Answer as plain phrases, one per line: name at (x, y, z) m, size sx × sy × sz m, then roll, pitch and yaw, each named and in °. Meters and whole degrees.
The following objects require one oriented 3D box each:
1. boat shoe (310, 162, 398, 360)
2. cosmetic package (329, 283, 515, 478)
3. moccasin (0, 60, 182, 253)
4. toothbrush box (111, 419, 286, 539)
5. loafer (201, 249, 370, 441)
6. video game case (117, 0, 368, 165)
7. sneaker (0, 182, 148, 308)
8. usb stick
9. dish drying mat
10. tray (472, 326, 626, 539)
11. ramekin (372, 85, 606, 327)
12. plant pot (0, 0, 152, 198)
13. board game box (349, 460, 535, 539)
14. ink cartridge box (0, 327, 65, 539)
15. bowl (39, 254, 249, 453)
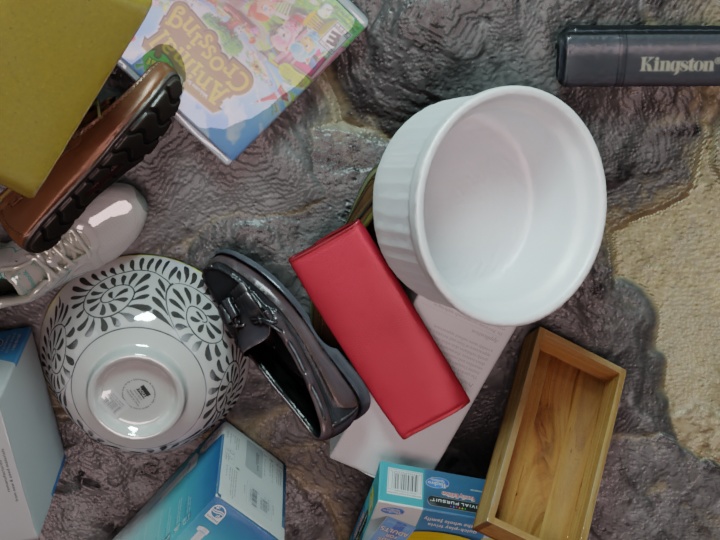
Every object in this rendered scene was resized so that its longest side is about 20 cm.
boat shoe at (0.000, 0.000, 1.412) m, size 0.071 × 0.068 × 0.201 m, roll 14°, pitch 112°, yaw -8°
cosmetic package at (0.055, 0.098, 1.454) m, size 0.101 × 0.074 × 0.201 m, roll 25°, pitch 112°, yaw -12°
moccasin at (-0.235, -0.106, 1.336) m, size 0.201 × 0.074 × 0.078 m, roll -45°, pitch 74°, yaw 12°
toothbrush box at (-0.164, 0.263, 1.474) m, size 0.085 × 0.147 × 0.200 m, roll 40°, pitch 105°, yaw -16°
loafer at (-0.076, 0.067, 1.402) m, size 0.200 × 0.063 × 0.072 m, roll 46°, pitch 143°, yaw 5°
video game case at (-0.125, -0.219, 1.341) m, size 0.182 × 0.022 × 0.200 m, roll -43°, pitch 108°, yaw 15°
sneaker at (-0.277, -0.010, 1.392) m, size 0.199 × 0.080 × 0.071 m, roll -28°, pitch 109°, yaw 8°
usb stick at (0.268, -0.188, 1.364) m, size 0.198 × 0.033 × 0.056 m, roll 0°, pitch 112°, yaw -3°
dish drying mat at (0.018, 0.054, 1.389) m, size 0.076 × 0.018 × 0.201 m, roll -28°, pitch 106°, yaw 15°
tray at (0.175, 0.163, 1.432) m, size 0.098 × 0.201 × 0.037 m, roll 26°, pitch 150°, yaw -12°
ramekin at (0.106, -0.057, 1.337) m, size 0.199 × 0.097 × 0.202 m, roll -3°, pitch 96°, yaw -30°
plant pot at (-0.316, -0.209, 1.205) m, size 0.199 × 0.196 × 0.195 m, roll 20°, pitch 114°, yaw -41°
board game box at (0.068, 0.268, 1.494) m, size 0.150 × 0.047 × 0.201 m, roll 11°, pitch 138°, yaw -6°
ink cartridge box at (-0.392, 0.160, 1.418) m, size 0.198 × 0.147 × 0.147 m, roll -8°, pitch 114°, yaw 4°
bowl at (-0.202, 0.095, 1.431) m, size 0.199 × 0.094 × 0.202 m, roll -1°, pitch 112°, yaw -2°
